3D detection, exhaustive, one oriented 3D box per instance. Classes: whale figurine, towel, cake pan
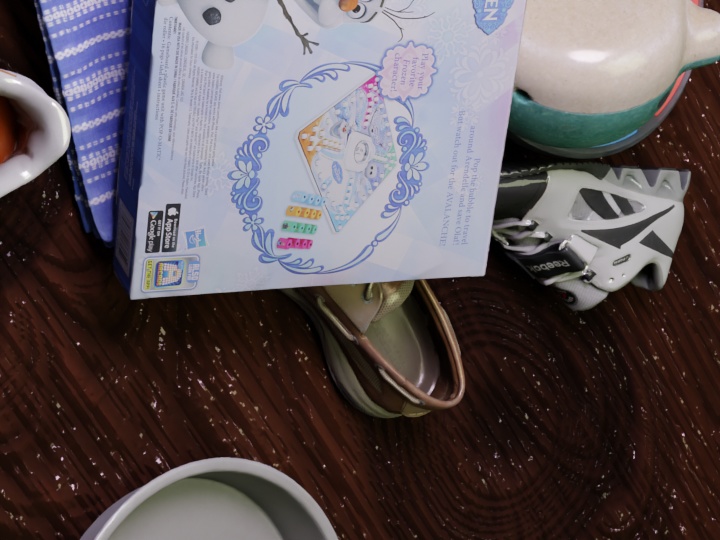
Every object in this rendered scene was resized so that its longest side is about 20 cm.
[{"bbox_3d":[0.131,-0.148,1.571,0.200,0.159,0.104,-55,165,-38],"label":"whale figurine"},{"bbox_3d":[-0.087,-0.114,1.422,0.144,0.024,0.201,-17,124,-11],"label":"towel"},{"bbox_3d":[-0.090,0.198,1.511,0.200,0.037,0.201,-6,99,-41],"label":"cake pan"}]

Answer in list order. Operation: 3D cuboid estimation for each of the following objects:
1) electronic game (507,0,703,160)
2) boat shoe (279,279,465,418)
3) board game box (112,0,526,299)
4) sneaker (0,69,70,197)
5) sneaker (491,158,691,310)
[{"bbox_3d":[0.123,-0.164,1.638,0.199,0.042,0.201,2,86,-35],"label":"electronic game"},{"bbox_3d":[0.000,0.000,1.544,0.076,0.072,0.200,-50,124,-25],"label":"boat shoe"},{"bbox_3d":[-0.020,-0.087,1.431,0.198,0.043,0.201,-3,118,-21],"label":"board game box"},{"bbox_3d":[-0.230,-0.062,1.337,0.200,0.079,0.079,-16,106,-37],"label":"sneaker"},{"bbox_3d":[0.119,-0.021,1.643,0.200,0.074,0.089,3,91,-40],"label":"sneaker"}]
